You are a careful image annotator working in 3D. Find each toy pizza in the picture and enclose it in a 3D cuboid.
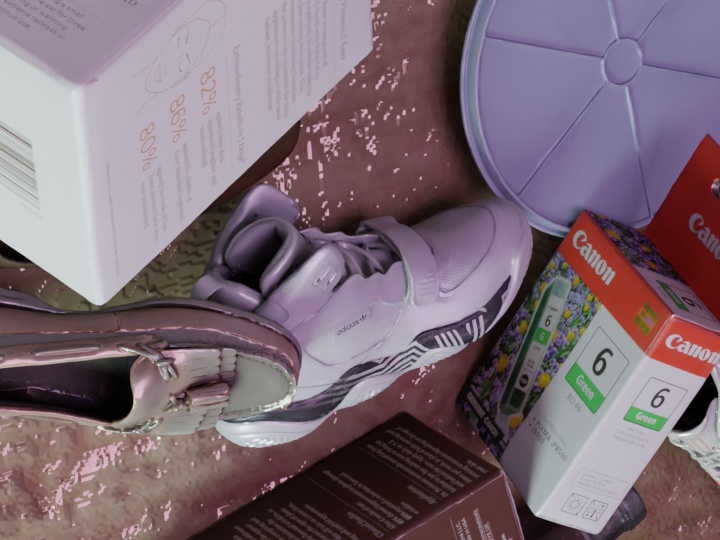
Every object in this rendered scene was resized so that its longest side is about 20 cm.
[{"bbox_3d":[0.133,-0.116,1.497,0.200,0.032,0.201,-11,111,-30],"label":"toy pizza"}]

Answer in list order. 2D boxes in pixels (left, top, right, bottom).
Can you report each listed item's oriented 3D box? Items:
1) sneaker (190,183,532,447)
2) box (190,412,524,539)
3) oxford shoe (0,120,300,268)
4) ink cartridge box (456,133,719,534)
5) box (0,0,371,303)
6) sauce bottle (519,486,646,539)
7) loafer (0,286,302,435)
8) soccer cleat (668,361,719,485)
[{"bbox_3d":[0.000,0.000,1.410,0.200,0.075,0.115,-32,138,-15],"label":"sneaker"},{"bbox_3d":[-0.020,0.164,1.453,0.200,0.100,0.075,-28,119,-22],"label":"box"},{"bbox_3d":[-0.106,-0.040,1.338,0.200,0.084,0.073,-23,116,-26],"label":"oxford shoe"},{"bbox_3d":[0.140,0.028,1.473,0.050,0.109,0.200,19,112,-35],"label":"ink cartridge box"},{"bbox_3d":[-0.094,-0.115,1.235,0.200,0.106,0.152,-45,155,-29],"label":"box"},{"bbox_3d":[0.074,0.182,1.543,0.200,0.066,0.066,-40,123,-16],"label":"sauce bottle"},{"bbox_3d":[-0.126,0.053,1.328,0.199,0.063,0.072,7,127,-11],"label":"loafer"},{"bbox_3d":[0.200,0.082,1.571,0.200,0.068,0.085,60,33,-29],"label":"soccer cleat"}]
